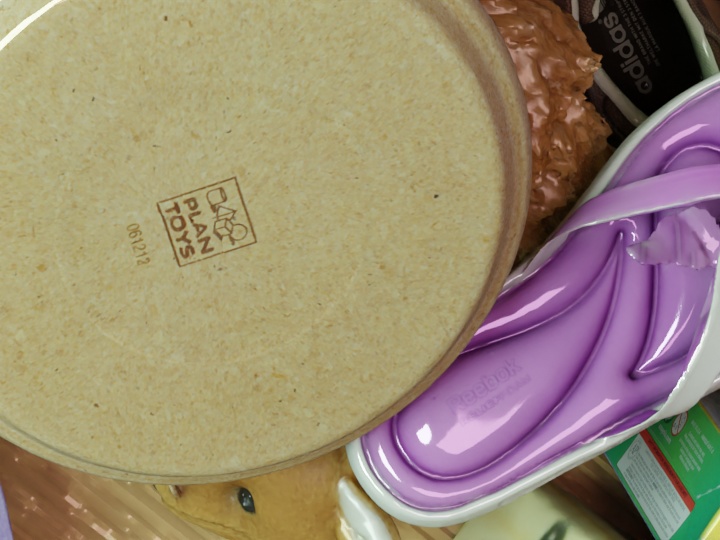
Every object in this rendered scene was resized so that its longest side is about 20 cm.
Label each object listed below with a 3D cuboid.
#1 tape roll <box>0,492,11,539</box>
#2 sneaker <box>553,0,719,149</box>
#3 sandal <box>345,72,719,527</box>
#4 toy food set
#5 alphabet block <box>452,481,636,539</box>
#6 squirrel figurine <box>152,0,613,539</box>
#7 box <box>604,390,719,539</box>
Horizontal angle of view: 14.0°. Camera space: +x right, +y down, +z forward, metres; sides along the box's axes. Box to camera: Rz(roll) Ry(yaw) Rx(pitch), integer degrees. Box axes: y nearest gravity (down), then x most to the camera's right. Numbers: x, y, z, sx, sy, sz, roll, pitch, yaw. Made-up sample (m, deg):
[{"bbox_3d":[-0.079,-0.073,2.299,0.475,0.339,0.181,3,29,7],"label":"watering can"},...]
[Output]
[{"bbox_3d":[-0.211,0.096,0.905,0.200,0.066,0.200,12,65,-26],"label":"tape roll"},{"bbox_3d":[0.072,-0.123,0.985,0.070,0.076,0.200,-37,106,-5],"label":"sneaker"},{"bbox_3d":[0.086,0.010,0.902,0.203,0.050,0.082,-41,87,-6],"label":"sandal"},{"bbox_3d":[-0.049,-0.025,0.844,0.198,0.049,0.200,-32,121,6],"label":"toy food set"},{"bbox_3d":[0.098,0.211,0.986,0.196,0.200,0.195,36,89,-17],"label":"alphabet block"},{"bbox_3d":[0.000,0.000,0.962,0.200,0.142,0.187,-13,109,-9],"label":"squirrel figurine"},{"bbox_3d":[0.186,0.115,1.032,0.200,0.117,0.048,30,102,-16],"label":"box"}]
